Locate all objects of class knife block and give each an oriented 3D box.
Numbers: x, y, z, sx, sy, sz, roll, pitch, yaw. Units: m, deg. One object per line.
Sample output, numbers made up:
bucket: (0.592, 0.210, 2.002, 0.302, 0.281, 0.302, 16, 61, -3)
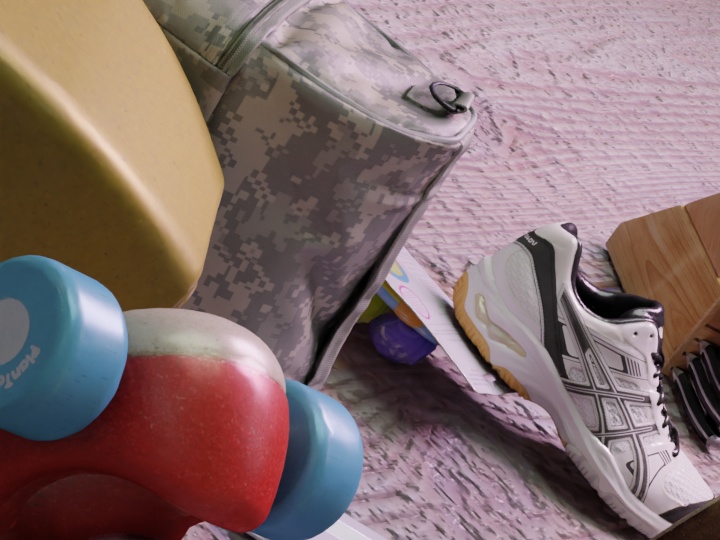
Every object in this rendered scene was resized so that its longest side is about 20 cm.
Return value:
knife block: (0.215, 0.043, 1.761, 0.064, 0.176, 0.200, 27, -22, -24)

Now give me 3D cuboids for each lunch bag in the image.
lunch bag: (-0.057, -0.039, 1.321, 0.168, 0.200, 0.139, 35, 24, 6)

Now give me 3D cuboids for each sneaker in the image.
sneaker: (0.140, 0.061, 1.514, 0.200, 0.088, 0.076, 48, 12, -16)

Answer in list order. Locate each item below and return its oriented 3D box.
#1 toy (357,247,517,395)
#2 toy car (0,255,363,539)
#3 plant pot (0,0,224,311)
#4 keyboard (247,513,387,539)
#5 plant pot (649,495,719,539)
toy: (0.000, 0.000, 1.510, 0.200, 0.047, 0.115, 53, 13, 12)
toy car: (-0.103, 0.127, 1.026, 0.184, 0.176, 0.201, 31, 47, -51)
plant pot: (-0.169, -0.041, 1.179, 0.200, 0.194, 0.196, 40, 20, -15)
keyboard: (-0.001, 0.136, 1.300, 0.200, 0.011, 0.056, 32, 27, -10)
plant pot: (0.219, 0.205, 1.297, 0.187, 0.187, 0.200, -2, 57, -57)
